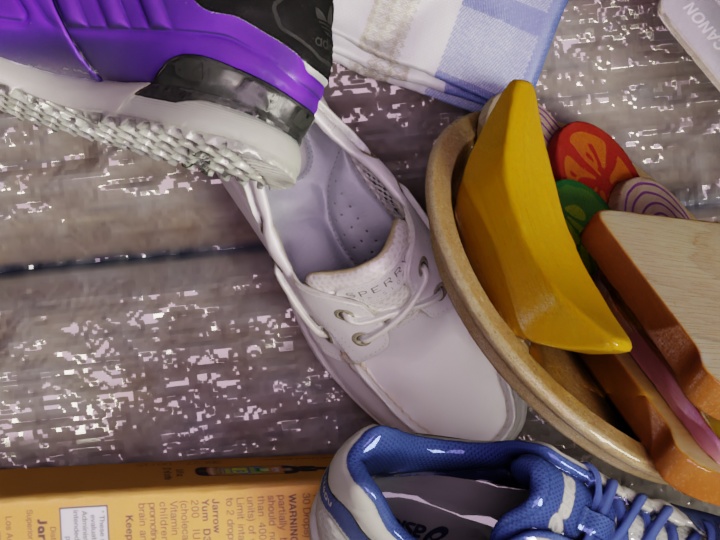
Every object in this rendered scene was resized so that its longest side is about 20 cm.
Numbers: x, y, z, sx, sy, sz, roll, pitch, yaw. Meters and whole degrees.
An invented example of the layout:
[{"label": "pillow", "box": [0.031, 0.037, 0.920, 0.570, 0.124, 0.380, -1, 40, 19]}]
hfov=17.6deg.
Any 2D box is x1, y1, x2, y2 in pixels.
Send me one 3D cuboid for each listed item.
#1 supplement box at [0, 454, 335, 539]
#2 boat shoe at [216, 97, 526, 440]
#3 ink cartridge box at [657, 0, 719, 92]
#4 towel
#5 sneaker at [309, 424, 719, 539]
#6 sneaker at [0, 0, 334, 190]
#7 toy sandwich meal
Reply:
[{"label": "supplement box", "box": [-0.069, 0.112, 0.943, 0.199, 0.067, 0.069, -4, 97, -5]}, {"label": "boat shoe", "box": [0.000, 0.000, 0.936, 0.071, 0.069, 0.200, -38, 99, -3]}, {"label": "ink cartridge box", "box": [0.231, -0.090, 0.945, 0.175, 0.084, 0.200, -41, 99, -3]}, {"label": "towel", "box": [-0.002, -0.157, 0.944, 0.199, 0.024, 0.147, 20, 91, -10]}, {"label": "sneaker", "box": [0.079, 0.106, 0.858, 0.199, 0.088, 0.075, 8, 60, 2]}, {"label": "sneaker", "box": [-0.095, -0.102, 0.895, 0.200, 0.070, 0.100, 18, 83, 22]}, {"label": "toy sandwich meal", "box": [0.113, 0.003, 0.890, 0.205, 0.205, 0.070, 38, 123, -9]}]
